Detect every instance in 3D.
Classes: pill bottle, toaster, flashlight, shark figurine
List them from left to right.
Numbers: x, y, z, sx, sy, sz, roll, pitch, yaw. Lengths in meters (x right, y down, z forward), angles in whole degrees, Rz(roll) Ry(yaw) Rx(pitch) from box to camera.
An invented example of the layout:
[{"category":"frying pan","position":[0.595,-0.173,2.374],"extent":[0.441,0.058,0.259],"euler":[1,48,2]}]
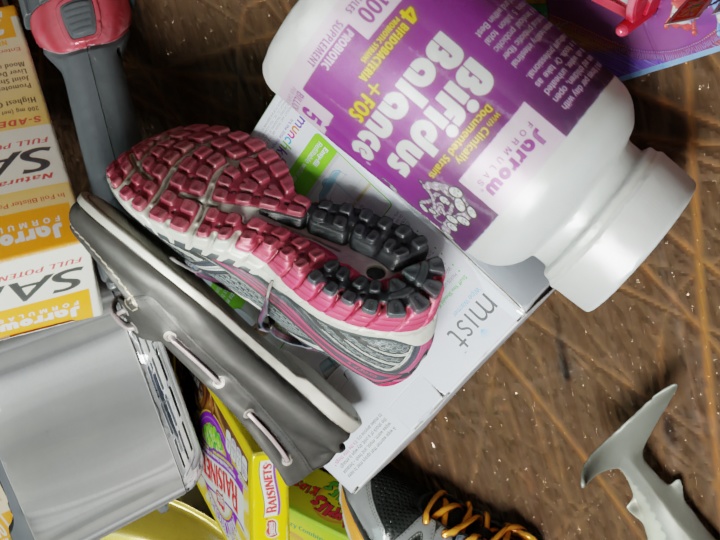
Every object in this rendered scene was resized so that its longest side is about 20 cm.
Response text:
[{"category":"toaster","position":[-0.182,0.077,0.940],"extent":[0.114,0.129,0.200],"euler":[-136,27,-65]},{"category":"flashlight","position":[-0.148,-0.088,0.874],"extent":[0.068,0.068,0.200],"euler":[-28,73,40]},{"category":"pill bottle","position":[0.060,-0.074,0.730],"extent":[0.200,0.112,0.112],"euler":[39,133,2]},{"category":"shark figurine","position":[0.205,0.167,0.847],"extent":[0.089,0.128,0.215],"euler":[-24,84,17]}]

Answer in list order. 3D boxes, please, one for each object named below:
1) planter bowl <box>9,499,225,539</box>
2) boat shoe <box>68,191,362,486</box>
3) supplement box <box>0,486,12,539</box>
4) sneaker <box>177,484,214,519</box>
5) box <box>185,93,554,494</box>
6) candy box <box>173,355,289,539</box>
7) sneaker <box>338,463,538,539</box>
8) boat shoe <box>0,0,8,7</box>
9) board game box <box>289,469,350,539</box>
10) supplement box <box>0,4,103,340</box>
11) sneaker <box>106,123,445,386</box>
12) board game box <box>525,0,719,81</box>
[{"category":"planter bowl","position":[-0.164,0.252,1.030],"extent":[0.200,0.083,0.201],"euler":[5,119,8]},{"category":"boat shoe","position":[-0.085,0.041,0.794],"extent":[0.200,0.067,0.057],"euler":[41,92,-18]},{"category":"supplement box","position":[-0.274,0.103,1.123],"extent":[0.126,0.074,0.200],"euler":[-26,100,42]},{"category":"sneaker","position":[-0.150,0.224,1.110],"extent":[0.075,0.088,0.200],"euler":[24,129,20]},{"category":"box","position":[0.000,0.000,0.856],"extent":[0.176,0.097,0.200],"euler":[43,133,5]},{"category":"candy box","position":[-0.084,0.114,0.949],"extent":[0.200,0.026,0.102],"euler":[-135,39,-62]},{"category":"sneaker","position":[0.072,0.182,0.943],"extent":[0.200,0.078,0.077],"euler":[41,120,3]},{"category":"boat shoe","position":[-0.279,-0.198,0.955],"extent":[0.071,0.063,0.200],"euler":[3,119,32]},{"category":"board game box","position":[-0.043,0.229,1.064],"extent":[0.101,0.048,0.200],"euler":[23,129,23]},{"category":"supplement box","position":[-0.236,-0.054,0.872],"extent":[0.074,0.126,0.200],"euler":[93,157,-52]},{"category":"sneaker","position":[-0.051,-0.007,0.772],"extent":[0.200,0.081,0.075],"euler":[32,142,22]},{"category":"board game box","position":[0.109,-0.161,0.714],"extent":[0.200,0.039,0.158],"euler":[-14,109,40]}]
